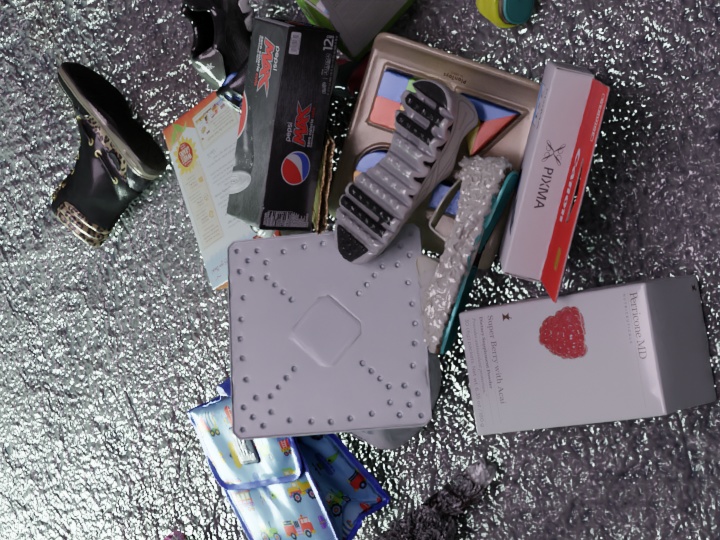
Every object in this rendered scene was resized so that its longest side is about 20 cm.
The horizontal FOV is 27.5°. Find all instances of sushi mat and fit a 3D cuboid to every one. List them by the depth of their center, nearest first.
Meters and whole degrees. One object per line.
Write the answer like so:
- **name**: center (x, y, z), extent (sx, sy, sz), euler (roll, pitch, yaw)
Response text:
- **sushi mat**: center (-0.042, -0.098, 1.539), extent (0.012, 0.200, 0.097), euler (5, 100, -6)

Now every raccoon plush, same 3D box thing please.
- **raccoon plush**: center (0.089, 0.304, 1.507), extent (0.200, 0.096, 0.134), euler (-45, 75, 29)

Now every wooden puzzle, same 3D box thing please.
- **wooden puzzle**: center (0.072, -0.117, 1.478), extent (0.184, 0.046, 0.202), euler (19, 107, 8)

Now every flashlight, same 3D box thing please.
- **flashlight**: center (-0.022, -0.218, 1.576), extent (0.199, 0.067, 0.069), euler (16, 114, 39)

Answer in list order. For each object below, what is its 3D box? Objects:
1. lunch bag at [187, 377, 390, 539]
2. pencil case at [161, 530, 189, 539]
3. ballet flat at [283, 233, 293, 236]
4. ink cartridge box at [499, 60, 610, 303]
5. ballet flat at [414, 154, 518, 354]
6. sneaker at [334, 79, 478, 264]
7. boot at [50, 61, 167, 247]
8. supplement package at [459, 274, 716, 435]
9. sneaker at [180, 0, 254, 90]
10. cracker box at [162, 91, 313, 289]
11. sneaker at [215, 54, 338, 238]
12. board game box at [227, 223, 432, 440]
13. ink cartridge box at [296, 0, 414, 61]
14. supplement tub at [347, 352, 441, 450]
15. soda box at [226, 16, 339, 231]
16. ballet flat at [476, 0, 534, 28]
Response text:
- **lunch bag**: center (-0.088, 0.197, 1.564), extent (0.150, 0.094, 0.201), euler (-17, 109, 48)
- **pencil case**: center (-0.164, 0.377, 1.700), extent (0.199, 0.087, 0.083), euler (24, 75, 33)
- **ballet flat**: center (0.000, 0.000, 1.517), extent (0.198, 0.072, 0.073), euler (6, 97, 10)
- **ink cartridge box**: center (0.176, -0.088, 1.371), extent (0.044, 0.176, 0.202), euler (13, 102, -1)
- **ballet flat**: center (0.091, -0.020, 1.428), extent (0.071, 0.072, 0.202), euler (19, 85, 34)
- **sneaker**: center (0.046, -0.088, 1.426), extent (0.075, 0.081, 0.201), euler (45, 113, 29)
- **boot**: center (-0.334, -0.142, 1.806), extent (0.200, 0.073, 0.151), euler (48, 118, 18)
- **supplement package**: center (0.212, 0.079, 1.380), extent (0.199, 0.119, 0.123), euler (-11, 86, 36)
- **sneaker**: center (-0.137, -0.214, 1.574), extent (0.066, 0.090, 0.202), euler (-18, 96, 48)
- **cracker box**: center (-0.138, -0.096, 1.662), extent (0.133, 0.057, 0.202), euler (-28, 75, 42)
- **sneaker**: center (-0.107, -0.143, 1.535), extent (0.111, 0.073, 0.202), euler (19, 102, -9)
- **board game box**: center (-0.031, 0.062, 1.462), extent (0.198, 0.026, 0.202), euler (-5, 76, 9)
- **ink cartridge box**: center (-0.007, -0.321, 1.447), extent (0.148, 0.200, 0.076), euler (-47, 63, -3)
- **supplement tub**: center (-0.024, 0.097, 1.555), extent (0.199, 0.122, 0.124), euler (23, 105, 33)
- **soda box**: center (-0.078, -0.144, 1.455), extent (0.071, 0.063, 0.202), euler (25, 109, 51)
- **ballet flat**: center (0.153, -0.340, 1.442), extent (0.067, 0.066, 0.202), euler (33, 115, 53)
